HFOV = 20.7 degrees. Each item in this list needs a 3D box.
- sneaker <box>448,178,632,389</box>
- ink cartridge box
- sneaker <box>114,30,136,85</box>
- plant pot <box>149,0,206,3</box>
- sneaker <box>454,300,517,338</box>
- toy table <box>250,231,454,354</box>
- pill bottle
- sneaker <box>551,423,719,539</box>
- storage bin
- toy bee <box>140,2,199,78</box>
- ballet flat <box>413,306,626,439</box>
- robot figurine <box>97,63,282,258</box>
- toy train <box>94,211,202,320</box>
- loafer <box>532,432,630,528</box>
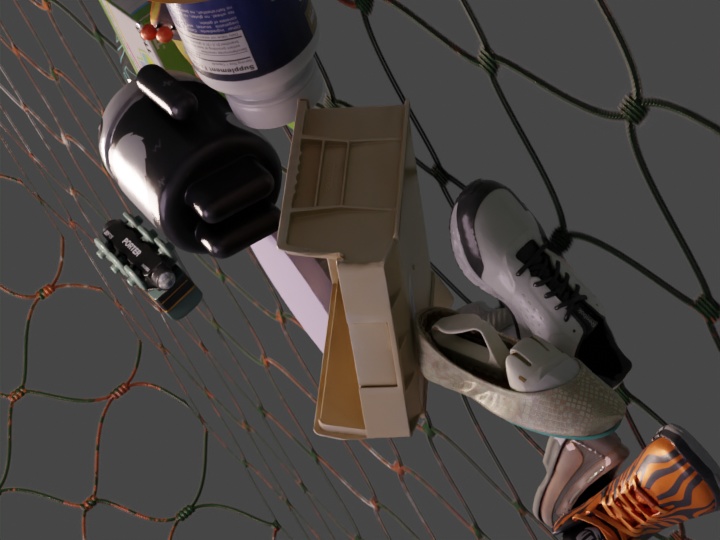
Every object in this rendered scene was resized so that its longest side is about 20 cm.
[{"bbox_3d":[0.140,0.012,1.473,0.080,0.074,0.200,6,136,57],"label":"sneaker"},{"bbox_3d":[-0.157,-0.200,1.900,0.200,0.076,0.148,38,159,52],"label":"ink cartridge box"},{"bbox_3d":[-0.219,-0.225,2.089,0.079,0.075,0.200,60,161,24],"label":"sneaker"},{"bbox_3d":[-0.113,-0.309,1.317,0.200,0.200,0.183,53,151,4],"label":"plant pot"},{"bbox_3d":[0.120,0.091,1.690,0.114,0.073,0.200,54,166,-12],"label":"sneaker"},{"bbox_3d":[-0.012,-0.008,1.792,0.200,0.117,0.184,57,166,-5],"label":"toy table"},{"bbox_3d":[-0.097,-0.215,1.603,0.111,0.111,0.200,41,161,43],"label":"pill bottle"},{"bbox_3d":[0.214,0.189,1.521,0.078,0.112,0.200,51,165,13],"label":"sneaker"},{"bbox_3d":[0.000,0.000,1.568,0.199,0.093,0.200,-83,-12,-48],"label":"storage bin"},{"bbox_3d":[-0.151,-0.221,1.732,0.131,0.109,0.200,-7,130,48],"label":"toy bee"},{"bbox_3d":[0.108,0.072,1.454,0.200,0.067,0.063,16,134,45],"label":"ballet flat"},{"bbox_3d":[-0.149,-0.092,1.716,0.125,0.151,0.200,7,-153,-42],"label":"robot figurine"},{"bbox_3d":[-0.306,-0.007,2.836,0.200,0.085,0.114,37,167,51],"label":"toy train"},{"bbox_3d":[0.192,0.184,1.682,0.063,0.072,0.200,40,158,23],"label":"loafer"}]
